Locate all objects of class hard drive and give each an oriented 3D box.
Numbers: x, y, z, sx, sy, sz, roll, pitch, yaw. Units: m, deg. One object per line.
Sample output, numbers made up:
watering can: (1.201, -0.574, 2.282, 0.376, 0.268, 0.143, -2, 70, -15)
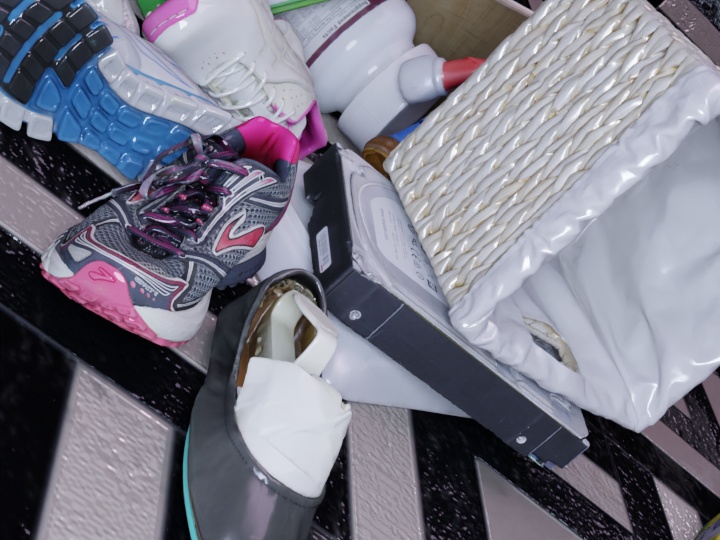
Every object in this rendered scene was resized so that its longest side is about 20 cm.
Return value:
hard drive: (0.051, 0.022, 0.864, 0.200, 0.038, 0.140, 39, 23, -26)

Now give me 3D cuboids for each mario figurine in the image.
mario figurine: (0.098, -0.102, 1.013, 0.106, 0.199, 0.124, 34, -27, 50)

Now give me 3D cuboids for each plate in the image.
plate: (0.000, 0.000, 0.898, 0.199, 0.032, 0.201, 17, 37, -55)

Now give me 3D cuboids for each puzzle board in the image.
puzzle board: (0.089, -0.162, 1.137, 0.150, 0.200, 0.018, 26, 66, -8)

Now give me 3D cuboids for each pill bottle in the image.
pill bottle: (-0.028, -0.190, 1.075, 0.200, 0.110, 0.109, 49, 21, 6)

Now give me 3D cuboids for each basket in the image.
basket: (0.154, -0.045, 0.853, 0.198, 0.200, 0.161, 28, 26, -42)

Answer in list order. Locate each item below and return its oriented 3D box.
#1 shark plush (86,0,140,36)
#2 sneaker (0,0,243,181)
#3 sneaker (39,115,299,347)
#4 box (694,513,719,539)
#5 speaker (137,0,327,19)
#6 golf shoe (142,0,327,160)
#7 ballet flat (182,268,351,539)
shark plush: (-0.205, -0.197, 0.861, 0.199, 0.091, 0.083, 35, -7, 29)
sneaker: (-0.147, -0.106, 0.767, 0.200, 0.075, 0.087, 36, 12, -41)
sneaker: (-0.088, -0.027, 0.693, 0.080, 0.075, 0.200, 31, 23, 3)
box: (0.275, 0.234, 0.996, 0.118, 0.048, 0.200, 52, 19, 12)
speaker: (-0.052, -0.217, 0.970, 0.199, 0.089, 0.089, -19, 60, -23)
golf shoe: (-0.069, -0.123, 0.906, 0.092, 0.075, 0.200, 63, 15, 13)
ballet flat: (-0.041, 0.059, 0.657, 0.068, 0.068, 0.201, 36, 23, -23)
